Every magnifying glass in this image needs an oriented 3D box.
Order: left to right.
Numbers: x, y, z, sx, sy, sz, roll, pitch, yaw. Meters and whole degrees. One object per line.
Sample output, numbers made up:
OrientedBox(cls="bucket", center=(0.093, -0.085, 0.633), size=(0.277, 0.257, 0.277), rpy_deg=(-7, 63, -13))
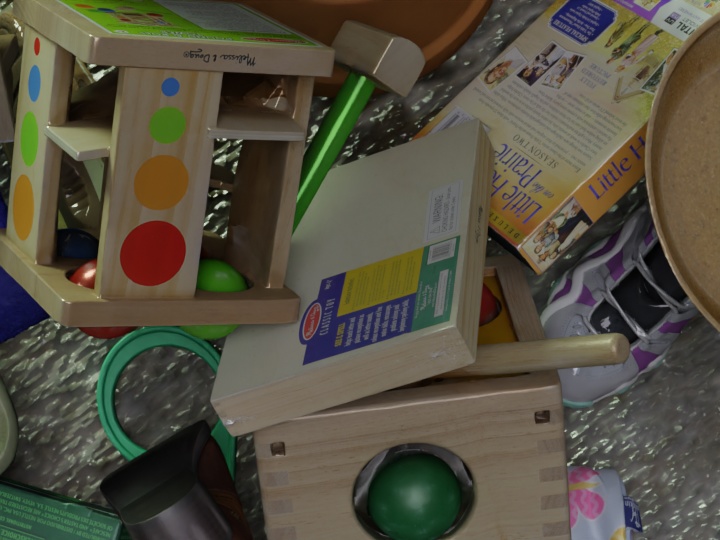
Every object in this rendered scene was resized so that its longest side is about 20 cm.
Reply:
OrientedBox(cls="magnifying glass", center=(-0.088, 0.126, 1.202), size=(0.080, 0.022, 0.200), rpy_deg=(-23, 86, -1))

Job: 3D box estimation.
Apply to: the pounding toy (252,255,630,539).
OrientedBox(cls="pounding toy", center=(0.035, 0.066, 1.094), size=(0.184, 0.200, 0.142), rpy_deg=(-7, 115, -2))

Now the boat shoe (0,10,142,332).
OrientedBox(cls="boat shoe", center=(-0.148, -0.059, 1.192), size=(0.076, 0.072, 0.200), rpy_deg=(-15, 77, -35))

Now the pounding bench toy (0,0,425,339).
OrientedBox(cls="pounding bench toy", center=(-0.070, -0.049, 1.058), size=(0.200, 0.124, 0.156), rpy_deg=(0, 107, -27))

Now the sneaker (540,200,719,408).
OrientedBox(cls="sneaker", center=(0.172, -0.007, 1.149), size=(0.078, 0.140, 0.200), rpy_deg=(41, 87, 2))

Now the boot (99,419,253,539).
OrientedBox(cls="boot", center=(-0.057, 0.185, 1.117), size=(0.068, 0.188, 0.200), rpy_deg=(-31, 103, -9))

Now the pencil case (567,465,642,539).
OrientedBox(cls="pencil case", center=(0.054, 0.159, 1.169), size=(0.200, 0.083, 0.091), rpy_deg=(-2, 62, 0))

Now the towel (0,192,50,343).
OrientedBox(cls="towel", center=(-0.277, -0.001, 1.105), size=(0.200, 0.050, 0.148), rpy_deg=(-24, 113, 2))

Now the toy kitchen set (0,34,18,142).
OrientedBox(cls="toy kitchen set", center=(-0.210, -0.179, 1.153), size=(0.200, 0.180, 0.163), rpy_deg=(-4, 117, 6))

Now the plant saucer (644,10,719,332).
OrientedBox(cls="plant saucer", center=(0.224, -0.042, 1.081), size=(0.200, 0.035, 0.200), rpy_deg=(5, 79, -24))

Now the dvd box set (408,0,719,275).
OrientedBox(cls="dvd box set", center=(0.129, -0.100, 1.158), size=(0.200, 0.146, 0.029), rpy_deg=(-44, 125, -3))

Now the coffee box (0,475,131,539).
OrientedBox(cls="coffee box", center=(-0.207, 0.218, 1.172), size=(0.123, 0.044, 0.200), rpy_deg=(14, 87, 14))

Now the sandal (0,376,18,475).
OrientedBox(cls="sandal", center=(-0.252, 0.028, 1.159), size=(0.080, 0.057, 0.201), rpy_deg=(-34, 79, -3))

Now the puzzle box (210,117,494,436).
OrientedBox(cls="puzzle box", center=(0.000, 0.000, 1.079), size=(0.133, 0.200, 0.025), rpy_deg=(-17, 120, 18))

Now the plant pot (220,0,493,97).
OrientedBox(cls="plant pot", center=(-0.011, -0.202, 1.157), size=(0.200, 0.140, 0.200), rpy_deg=(0, 88, -1))
